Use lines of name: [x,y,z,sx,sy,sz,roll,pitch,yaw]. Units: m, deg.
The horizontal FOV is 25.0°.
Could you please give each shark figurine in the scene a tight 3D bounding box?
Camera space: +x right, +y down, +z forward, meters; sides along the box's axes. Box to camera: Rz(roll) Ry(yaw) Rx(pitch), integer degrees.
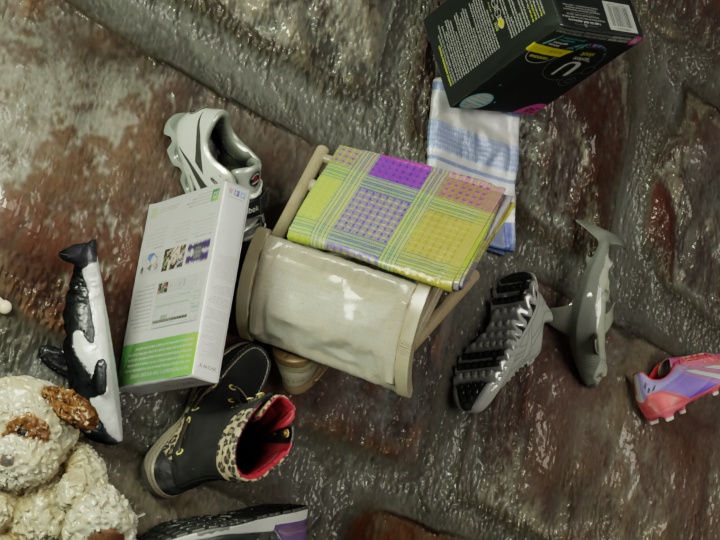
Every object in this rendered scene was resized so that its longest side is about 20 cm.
shark figurine: [0.275,0.035,2.040,0.128,0.089,0.215,24,72,-72]

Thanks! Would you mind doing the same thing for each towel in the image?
towel: [0.139,-0.128,1.985,0.147,0.024,0.200,15,73,-37]
towel: [0.041,-0.053,1.644,0.023,0.200,0.144,83,30,-50]

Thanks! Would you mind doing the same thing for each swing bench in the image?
swing bench: [0.000,0.000,1.695,0.130,0.199,0.200,89,26,-45]

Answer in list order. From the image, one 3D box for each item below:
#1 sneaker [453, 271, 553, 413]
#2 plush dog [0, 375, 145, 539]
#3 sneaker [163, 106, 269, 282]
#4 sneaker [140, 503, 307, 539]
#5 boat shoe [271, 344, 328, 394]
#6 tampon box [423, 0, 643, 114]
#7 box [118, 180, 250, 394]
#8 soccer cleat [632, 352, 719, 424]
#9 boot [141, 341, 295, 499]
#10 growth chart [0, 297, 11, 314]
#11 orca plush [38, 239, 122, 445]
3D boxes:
sneaker: [0.177,0.097,1.949,0.081,0.075,0.200,52,54,-32]
plush dog: [-0.296,0.177,1.487,0.160,0.200,0.172,-58,135,-69]
sneaker: [-0.134,-0.077,1.703,0.074,0.088,0.200,-36,108,-40]
sneaker: [-0.131,0.293,1.650,0.200,0.076,0.088,-2,90,-40]
boat shoe: [-0.037,0.053,1.783,0.200,0.071,0.065,-51,150,-39]
tampon box: [0.203,-0.288,1.936,0.150,0.200,0.126,0,66,-40]
box: [-0.177,0.020,1.611,0.036,0.144,0.200,22,69,-35]
soccer cleat: [0.438,0.139,2.166,0.200,0.067,0.077,-24,94,-38]
boot: [-0.119,0.145,1.632,0.073,0.151,0.200,54,52,-20]
growth chart: [-0.424,0.050,1.479,0.145,0.018,0.200,51,54,-21]
orca plush: [-0.277,0.074,1.563,0.071,0.105,0.200,-7,115,-4]
